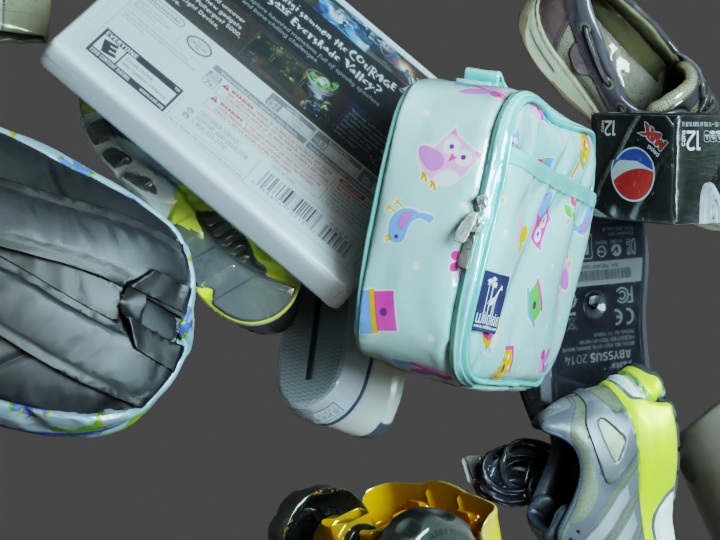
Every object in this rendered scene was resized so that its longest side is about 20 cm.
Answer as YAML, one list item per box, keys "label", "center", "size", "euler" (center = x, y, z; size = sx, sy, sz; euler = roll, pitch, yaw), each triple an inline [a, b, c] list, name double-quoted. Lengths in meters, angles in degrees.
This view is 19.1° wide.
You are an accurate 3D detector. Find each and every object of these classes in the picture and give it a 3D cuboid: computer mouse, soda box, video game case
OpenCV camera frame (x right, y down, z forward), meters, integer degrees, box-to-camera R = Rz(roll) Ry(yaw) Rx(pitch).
- label: "computer mouse"
  center: [0.120, 0.038, 1.266]
  size: [0.138, 0.053, 0.201]
  euler: [1, 91, -28]
- label: "soda box"
  center: [0.228, -0.062, 1.268]
  size: [0.200, 0.071, 0.064]
  euler: [-4, 97, -40]
- label: "video game case"
  center: [-0.047, -0.095, 1.148]
  size: [0.200, 0.023, 0.182]
  euler: [40, 44, -1]

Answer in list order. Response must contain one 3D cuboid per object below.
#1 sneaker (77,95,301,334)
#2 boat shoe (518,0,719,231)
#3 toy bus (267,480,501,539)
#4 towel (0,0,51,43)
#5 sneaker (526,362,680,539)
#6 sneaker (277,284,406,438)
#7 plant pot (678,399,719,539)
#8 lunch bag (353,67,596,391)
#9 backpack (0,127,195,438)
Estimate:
- label: "sneaker"
  center: [-0.095, -0.044, 1.168]
  size: [0.074, 0.085, 0.200]
  euler: [-26, 69, -5]
- label: "boat shoe"
  center: [0.183, -0.103, 1.314]
  size: [0.200, 0.065, 0.072]
  euler: [46, 61, -12]
- label: "toy bus"
  center: [-0.011, 0.224, 1.122]
  size: [0.200, 0.136, 0.193]
  euler: [-24, 103, -31]
- label: "towel"
  center: [-0.259, -0.221, 1.148]
  size: [0.192, 0.035, 0.201]
  euler: [6, 74, -28]
- label: "sneaker"
  center: [0.136, 0.156, 1.220]
  size: [0.081, 0.074, 0.201]
  euler: [-10, 100, -19]
- label: "sneaker"
  center: [0.000, 0.000, 1.211]
  size: [0.071, 0.073, 0.201]
  euler: [37, 58, -47]
- label: "plant pot"
  center: [0.281, 0.133, 1.255]
  size: [0.200, 0.200, 0.174]
  euler: [-33, 80, -28]
- label: "lunch bag"
  center: [0.066, -0.020, 1.129]
  size: [0.077, 0.200, 0.161]
  euler: [15, 90, 19]
- label: "backpack"
  center: [-0.181, 0.008, 1.082]
  size: [0.199, 0.154, 0.164]
  euler: [13, 69, -1]
